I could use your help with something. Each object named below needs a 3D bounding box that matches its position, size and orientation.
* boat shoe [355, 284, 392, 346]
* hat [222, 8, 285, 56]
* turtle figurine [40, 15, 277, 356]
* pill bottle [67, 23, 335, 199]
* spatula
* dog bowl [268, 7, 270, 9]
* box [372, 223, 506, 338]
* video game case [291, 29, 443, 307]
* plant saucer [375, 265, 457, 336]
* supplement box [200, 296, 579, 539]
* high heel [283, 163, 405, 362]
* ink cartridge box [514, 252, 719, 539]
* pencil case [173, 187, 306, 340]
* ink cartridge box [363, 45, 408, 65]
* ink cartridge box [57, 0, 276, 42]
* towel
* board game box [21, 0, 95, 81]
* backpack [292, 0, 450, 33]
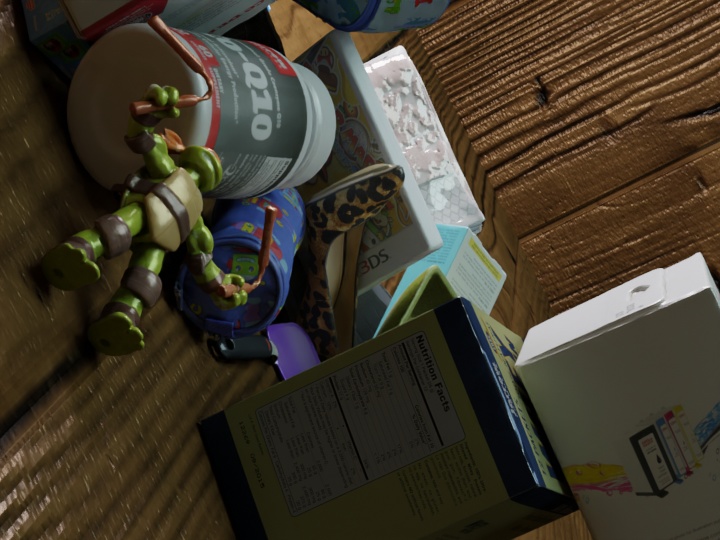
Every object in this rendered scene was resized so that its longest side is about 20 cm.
[{"bbox_3d":[0.013,0.046,1.556,0.202,0.073,0.067,63,12,-5],"label":"boat shoe"},{"bbox_3d":[-0.143,-0.224,1.375,0.201,0.080,0.201,53,-16,23],"label":"hat"},{"bbox_3d":[-0.129,-0.038,1.002,0.162,0.064,0.201,-55,139,-42],"label":"turtle figurine"},{"bbox_3d":[-0.104,-0.108,1.159,0.199,0.113,0.115,-5,69,-62],"label":"pill bottle"},{"bbox_3d":[-0.073,0.062,1.277,0.057,0.020,0.200,69,13,12],"label":"spatula"},{"bbox_3d":[-0.123,-0.247,1.627,0.111,0.049,0.202,46,22,-58],"label":"dog bowl"},{"bbox_3d":[0.058,0.063,1.480,0.082,0.049,0.201,47,61,-42],"label":"box"},{"bbox_3d":[-0.031,-0.077,1.410,0.023,0.181,0.202,-18,81,-44],"label":"video game case"},{"bbox_3d":[0.044,0.131,1.397,0.200,0.048,0.201,55,53,-38],"label":"plant saucer"},{"bbox_3d":[0.031,0.134,1.142,0.135,0.198,0.200,68,12,17],"label":"supplement box"},{"bbox_3d":[0.000,0.000,1.348,0.071,0.199,0.144,-28,89,-42],"label":"high heel"},{"bbox_3d":[0.213,0.114,1.141,0.202,0.143,0.147,66,12,-4],"label":"ink cartridge box"},{"bbox_3d":[-0.086,-0.012,1.231,0.077,0.088,0.200,21,18,-3],"label":"pencil case"},{"bbox_3d":[-0.008,-0.153,1.702,0.084,0.143,0.200,62,12,-11],"label":"ink cartridge box"},{"bbox_3d":[-0.122,-0.224,1.164,0.083,0.145,0.200,62,11,2],"label":"ink cartridge box"},{"bbox_3d":[0.000,-0.091,1.529,0.192,0.199,0.032,64,-27,8],"label":"towel"},{"bbox_3d":[-0.190,-0.179,1.220,0.200,0.036,0.152,49,19,-56],"label":"board game box"},{"bbox_3d":[-0.009,-0.284,1.324,0.200,0.146,0.185,40,-52,52],"label":"backpack"}]
